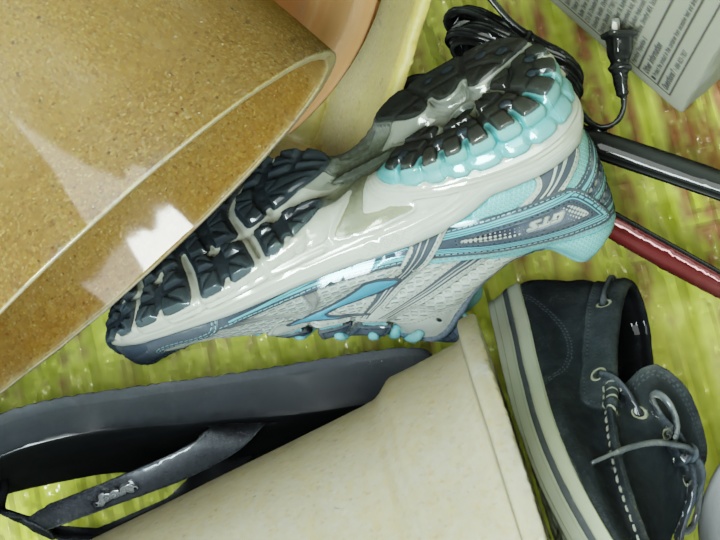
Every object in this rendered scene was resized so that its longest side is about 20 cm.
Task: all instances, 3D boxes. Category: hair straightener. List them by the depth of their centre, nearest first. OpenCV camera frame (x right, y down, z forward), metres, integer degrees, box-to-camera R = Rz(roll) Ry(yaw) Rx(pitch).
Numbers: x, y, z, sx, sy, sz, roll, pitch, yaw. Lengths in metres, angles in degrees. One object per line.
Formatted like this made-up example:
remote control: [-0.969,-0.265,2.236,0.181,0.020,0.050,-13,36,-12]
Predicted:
hair straightener: [0.077,-0.064,0.938,0.199,0.041,0.077,28,94,10]

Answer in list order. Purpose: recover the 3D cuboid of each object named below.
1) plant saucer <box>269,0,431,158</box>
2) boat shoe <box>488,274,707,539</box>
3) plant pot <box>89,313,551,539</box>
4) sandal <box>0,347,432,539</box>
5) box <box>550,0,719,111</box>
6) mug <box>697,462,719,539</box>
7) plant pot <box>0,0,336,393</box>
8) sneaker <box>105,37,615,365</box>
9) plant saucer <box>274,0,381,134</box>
plant saucer: [-0.067,-0.130,0.904,0.199,0.048,0.201,19,114,1]
boat shoe: [0.089,0.065,0.842,0.062,0.075,0.200,-16,33,4]
plant pot: [-0.017,0.137,0.812,0.183,0.200,0.201,-18,76,3]
sandal: [-0.065,0.066,0.874,0.199,0.076,0.043,-10,75,-7]
box: [0.093,-0.179,0.927,0.200,0.128,0.109,42,75,7]
mug: [0.194,0.127,0.848,0.149,0.187,0.154,-29,41,10]
plant pot: [-0.142,-0.079,0.787,0.186,0.186,0.200,-42,88,-14]
sneaker: [0.000,0.000,0.881,0.199,0.078,0.086,-24,119,21]
plant saucer: [-0.089,-0.124,0.867,0.199,0.032,0.201,4,113,8]
